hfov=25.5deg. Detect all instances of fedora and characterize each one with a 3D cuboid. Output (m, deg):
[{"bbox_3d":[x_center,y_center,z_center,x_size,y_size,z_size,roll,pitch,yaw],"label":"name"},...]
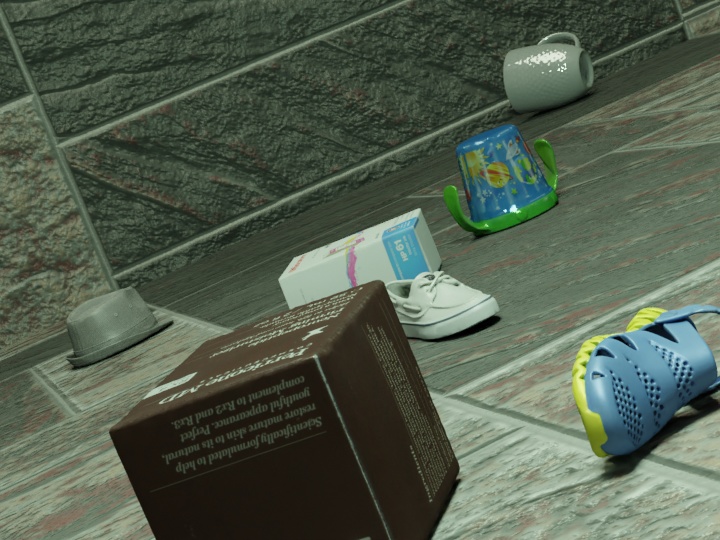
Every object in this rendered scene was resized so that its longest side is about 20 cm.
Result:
[{"bbox_3d":[-0.425,0.086,2.714,0.199,0.091,0.176,-29,11,-40],"label":"fedora"}]

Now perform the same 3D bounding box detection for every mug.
[{"bbox_3d":[0.438,-0.462,3.624,0.174,0.148,0.202,-7,50,31],"label":"mug"}]

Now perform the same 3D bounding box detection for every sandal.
[{"bbox_3d":[0.215,0.070,1.137,0.086,0.080,0.200,-12,14,35],"label":"sandal"}]

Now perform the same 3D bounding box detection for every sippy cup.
[{"bbox_3d":[0.202,-0.136,2.311,0.138,0.132,0.178,-19,9,23],"label":"sippy cup"}]

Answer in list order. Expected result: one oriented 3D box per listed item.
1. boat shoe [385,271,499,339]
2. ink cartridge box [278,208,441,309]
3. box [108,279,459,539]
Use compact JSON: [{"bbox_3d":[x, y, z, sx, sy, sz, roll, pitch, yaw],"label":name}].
[{"bbox_3d":[0.079,0.034,1.762,0.073,0.066,0.199,-27,9,-30],"label":"boat shoe"},{"bbox_3d":[0.000,0.000,2.140,0.198,0.085,0.145,-22,8,10],"label":"ink cartridge box"},{"bbox_3d":[-0.045,0.129,1.134,0.164,0.166,0.200,-20,9,18],"label":"box"}]
